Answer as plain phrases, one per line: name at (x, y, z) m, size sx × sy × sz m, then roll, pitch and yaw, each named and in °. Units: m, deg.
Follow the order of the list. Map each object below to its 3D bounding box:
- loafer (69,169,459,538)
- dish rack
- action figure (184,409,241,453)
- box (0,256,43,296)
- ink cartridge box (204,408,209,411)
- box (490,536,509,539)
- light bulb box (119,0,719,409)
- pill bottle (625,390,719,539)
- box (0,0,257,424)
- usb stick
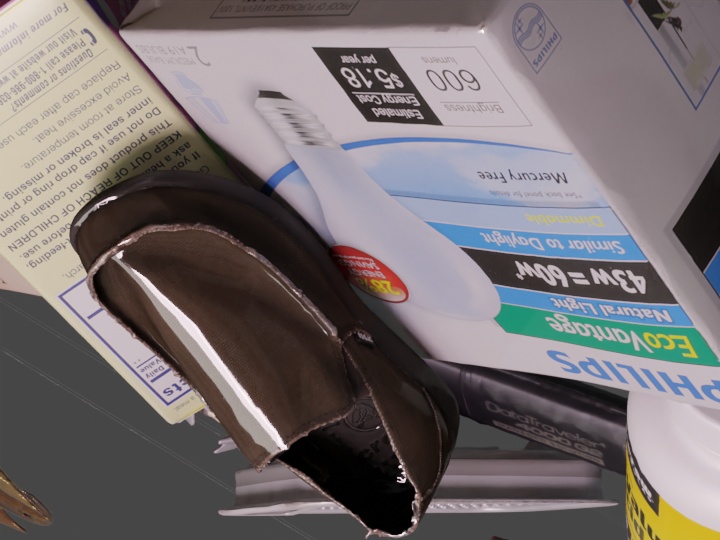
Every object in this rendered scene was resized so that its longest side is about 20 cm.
loafer at (-0.029, 0.036, 0.786) m, size 0.073 × 0.072 × 0.200 m, roll -36°, pitch 123°, yaw 26°
dish rack at (0.031, 0.118, 1.164) m, size 0.198 × 0.044 × 0.171 m, roll 3°, pitch 170°, yaw -21°
action figure at (-0.073, 0.040, 1.151) m, size 0.199 × 0.129 × 0.070 m, roll 30°, pitch 120°, yaw 44°
box at (-0.199, -0.066, 1.108) m, size 0.199 × 0.109 × 0.128 m, roll 6°, pitch 147°, yaw 47°
ink cartridge box at (-0.099, -0.035, 1.022) m, size 0.200 × 0.119 × 0.042 m, roll 49°, pitch 172°, yaw -36°
box at (0.118, 0.281, 1.415) m, size 0.074 × 0.101 × 0.200 m, roll 20°, pitch 155°, yaw 27°
light bulb box at (0.056, -0.064, 0.748) m, size 0.197 × 0.125 × 0.200 m, roll 7°, pitch 146°, yaw 48°
pill bottle at (0.173, 0.079, 0.905) m, size 0.111 × 0.112 × 0.201 m, roll 24°, pitch 156°, yaw 19°
box at (-0.107, -0.071, 0.854) m, size 0.200 × 0.096 × 0.177 m, roll 50°, pitch -166°, yaw -34°
usb stick at (0.102, 0.074, 1.099) m, size 0.199 × 0.033 × 0.056 m, roll 19°, pitch 148°, yaw 31°
